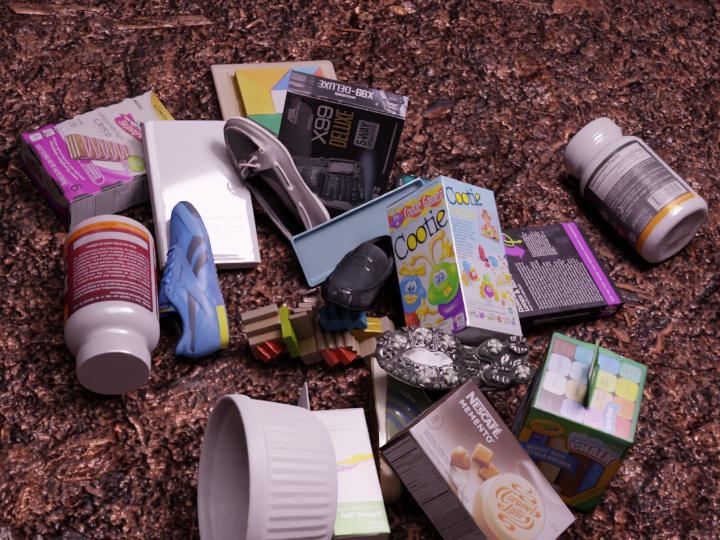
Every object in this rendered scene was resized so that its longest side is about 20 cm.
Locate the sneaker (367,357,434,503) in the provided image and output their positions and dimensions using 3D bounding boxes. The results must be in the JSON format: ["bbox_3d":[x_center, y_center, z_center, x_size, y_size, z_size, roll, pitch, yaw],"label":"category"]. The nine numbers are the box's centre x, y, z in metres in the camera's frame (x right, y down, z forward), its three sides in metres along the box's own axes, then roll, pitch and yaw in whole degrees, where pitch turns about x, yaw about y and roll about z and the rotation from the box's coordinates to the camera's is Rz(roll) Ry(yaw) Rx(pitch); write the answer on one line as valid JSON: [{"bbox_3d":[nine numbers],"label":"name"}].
[{"bbox_3d":[0.059,0.185,1.652,0.089,0.067,0.201,1,47,-6],"label":"sneaker"}]

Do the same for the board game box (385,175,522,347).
[{"bbox_3d":[0.116,0.000,1.745,0.104,0.103,0.201,13,60,-43],"label":"board game box"}]

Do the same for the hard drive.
[{"bbox_3d":[-0.208,-0.099,1.805,0.131,0.027,0.201,-2,71,-24],"label":"hard drive"}]

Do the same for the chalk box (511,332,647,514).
[{"bbox_3d":[0.256,0.167,1.629,0.123,0.201,0.125,20,49,4],"label":"chalk box"}]

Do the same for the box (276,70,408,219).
[{"bbox_3d":[-0.033,-0.157,1.831,0.157,0.201,0.050,13,44,-3],"label":"box"}]

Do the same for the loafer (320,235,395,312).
[{"bbox_3d":[0.000,0.000,1.726,0.068,0.071,0.201,22,18,10],"label":"loafer"}]

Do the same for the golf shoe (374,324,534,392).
[{"bbox_3d":[0.107,0.119,1.661,0.199,0.088,0.078,7,66,-16],"label":"golf shoe"}]

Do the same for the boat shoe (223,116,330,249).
[{"bbox_3d":[-0.113,-0.112,1.810,0.200,0.067,0.057,50,42,-19],"label":"boat shoe"}]

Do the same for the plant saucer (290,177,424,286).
[{"bbox_3d":[0.005,-0.051,1.827,0.199,0.019,0.070,-26,101,-15],"label":"plant saucer"}]

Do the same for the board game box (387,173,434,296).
[{"bbox_3d":[0.108,-0.041,1.883,0.134,0.028,0.201,9,49,-6],"label":"board game box"}]

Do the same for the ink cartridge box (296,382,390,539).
[{"bbox_3d":[-0.027,0.235,1.557,0.067,0.117,0.201,-1,51,-16],"label":"ink cartridge box"}]

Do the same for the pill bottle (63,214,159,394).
[{"bbox_3d":[-0.298,0.041,1.657,0.112,0.113,0.201,1,50,-13],"label":"pill bottle"}]

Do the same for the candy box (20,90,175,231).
[{"bbox_3d":[-0.331,-0.149,1.844,0.199,0.061,0.137,-24,61,-31],"label":"candy box"}]

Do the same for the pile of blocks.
[{"bbox_3d":[-0.046,0.083,1.705,0.199,0.082,0.062,0,50,-15],"label":"pile of blocks"}]

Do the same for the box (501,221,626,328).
[{"bbox_3d":[0.239,0.006,1.850,0.199,0.036,0.144,-5,54,-30],"label":"box"}]

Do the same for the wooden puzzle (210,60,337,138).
[{"bbox_3d":[-0.109,-0.235,1.989,0.184,0.037,0.201,-5,52,-17],"label":"wooden puzzle"}]

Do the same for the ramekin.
[{"bbox_3d":[-0.100,0.236,1.492,0.104,0.201,0.201,5,49,-21],"label":"ramekin"}]

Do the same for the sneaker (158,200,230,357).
[{"bbox_3d":[-0.218,0.009,1.706,0.078,0.066,0.201,-8,73,-19],"label":"sneaker"}]

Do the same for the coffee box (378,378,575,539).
[{"bbox_3d":[0.132,0.242,1.574,0.114,0.080,0.200,-34,86,-35],"label":"coffee box"}]

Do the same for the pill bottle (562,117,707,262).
[{"bbox_3d":[0.383,-0.116,1.957,0.116,0.117,0.200,-24,59,-29],"label":"pill bottle"}]
